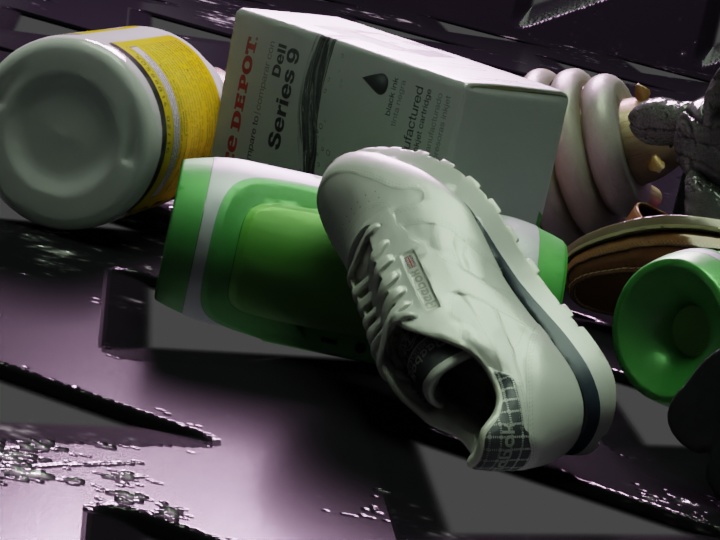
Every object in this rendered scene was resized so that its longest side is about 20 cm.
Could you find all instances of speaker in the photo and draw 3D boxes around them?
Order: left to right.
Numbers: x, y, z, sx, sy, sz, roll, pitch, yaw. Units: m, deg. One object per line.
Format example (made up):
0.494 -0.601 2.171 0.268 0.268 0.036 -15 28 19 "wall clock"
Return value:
0.000 0.000 1.337 0.199 0.089 0.088 12 10 -4 "speaker"
0.222 0.031 1.400 0.088 0.089 0.200 21 14 40 "speaker"

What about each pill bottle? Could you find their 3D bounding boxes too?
-0.144 -0.089 1.567 0.111 0.112 0.200 15 11 12 "pill bottle"

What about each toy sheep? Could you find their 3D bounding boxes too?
0.127 -0.072 1.774 0.199 0.138 0.138 -16 2 18 "toy sheep"

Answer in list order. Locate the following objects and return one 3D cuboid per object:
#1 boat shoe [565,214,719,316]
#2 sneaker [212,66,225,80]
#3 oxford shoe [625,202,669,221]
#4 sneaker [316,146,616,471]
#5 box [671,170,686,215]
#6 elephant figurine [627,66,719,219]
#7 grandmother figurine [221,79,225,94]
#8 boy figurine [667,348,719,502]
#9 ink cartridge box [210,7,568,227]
0.212 0.014 1.542 0.199 0.068 0.072 -2 -31 18 "boat shoe"
-0.100 -0.094 1.825 0.075 0.071 0.200 -13 17 -23 "sneaker"
0.231 0.008 1.620 0.200 0.072 0.071 23 13 39 "oxford shoe"
0.032 0.014 1.222 0.080 0.077 0.200 -15 47 -35 "sneaker"
0.312 -0.023 1.723 0.199 0.123 0.106 18 11 23 "box"
0.250 -0.070 1.603 0.199 0.142 0.155 8 -31 12 "elephant figurine"
-0.002 -0.078 1.629 0.200 0.061 0.121 29 -36 -36 "grandmother figurine"
0.227 0.067 1.274 0.200 0.064 0.125 0 50 -55 "boy figurine"
0.006 -0.055 1.474 0.084 0.147 0.200 1 14 -42 "ink cartridge box"
